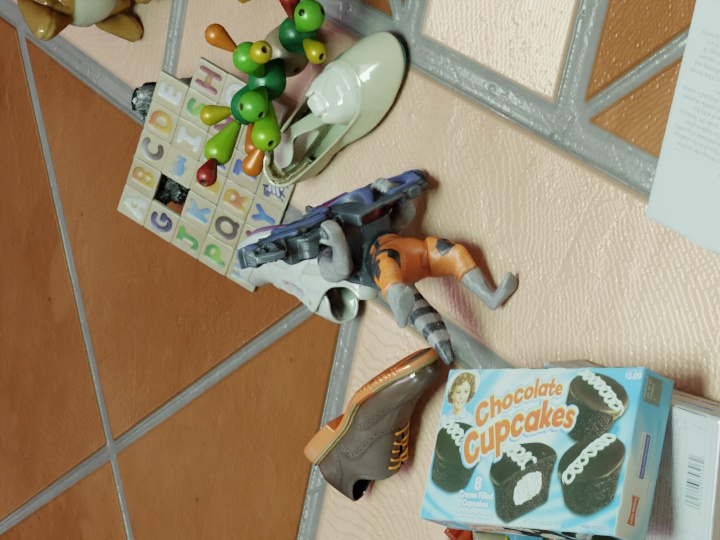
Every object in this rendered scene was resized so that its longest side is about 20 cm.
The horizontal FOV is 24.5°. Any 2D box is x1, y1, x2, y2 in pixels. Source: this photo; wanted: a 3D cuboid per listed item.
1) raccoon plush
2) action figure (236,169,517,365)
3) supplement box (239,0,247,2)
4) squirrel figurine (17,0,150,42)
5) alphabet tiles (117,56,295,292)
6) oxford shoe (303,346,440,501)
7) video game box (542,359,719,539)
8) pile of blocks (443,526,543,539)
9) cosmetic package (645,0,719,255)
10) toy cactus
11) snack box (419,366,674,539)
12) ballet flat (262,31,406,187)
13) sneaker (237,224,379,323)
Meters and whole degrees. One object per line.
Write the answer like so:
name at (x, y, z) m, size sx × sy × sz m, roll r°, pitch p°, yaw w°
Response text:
raccoon plush at (-0.160, -0.116, 1.639) m, size 0.199 × 0.096 × 0.136 m, roll 15°, pitch 113°, yaw 53°
action figure at (0.000, 0.000, 1.344) m, size 0.193 × 0.198 × 0.106 m, roll 33°, pitch 135°, yaw 47°
supplement box at (-0.053, -0.355, 1.333) m, size 0.198 × 0.133 × 0.200 m, roll -17°, pitch 78°, yaw 16°
squirrel figurine at (-0.284, -0.366, 1.750) m, size 0.201 × 0.140 × 0.187 m, roll 56°, pitch 128°, yaw 32°
alphabet tiles at (-0.142, -0.098, 1.603) m, size 0.166 × 0.008 × 0.201 m, roll 30°, pitch 123°, yaw 12°
oxford shoe at (0.025, 0.133, 1.429) m, size 0.073 × 0.071 × 0.200 m, roll 52°, pitch 141°, yaw 11°
video game box at (0.198, 0.181, 1.193) m, size 0.181 × 0.046 × 0.203 m, roll 16°, pitch 106°, yaw 52°
pile of blocks at (0.094, 0.181, 1.274) m, size 0.201 × 0.061 × 0.083 m, roll -106°, pitch 22°, yaw -47°
cosmetic package at (0.260, -0.112, 1.055) m, size 0.101 × 0.071 × 0.202 m, roll 34°, pitch 119°, yaw 48°
toy cactus at (-0.086, -0.179, 1.470) m, size 0.166 × 0.101 × 0.201 m, roll -64°, pitch 0°, yaw -53°
snack box at (0.129, 0.130, 1.184) m, size 0.199 × 0.037 × 0.118 m, roll -6°, pitch 67°, yaw 51°
ballet flat at (-0.030, -0.137, 1.466) m, size 0.200 × 0.069 × 0.070 m, roll -47°, pitch 56°, yaw 46°
sneaker at (-0.050, 0.003, 1.500) m, size 0.199 × 0.074 × 0.101 m, roll -16°, pitch 79°, yaw 54°
